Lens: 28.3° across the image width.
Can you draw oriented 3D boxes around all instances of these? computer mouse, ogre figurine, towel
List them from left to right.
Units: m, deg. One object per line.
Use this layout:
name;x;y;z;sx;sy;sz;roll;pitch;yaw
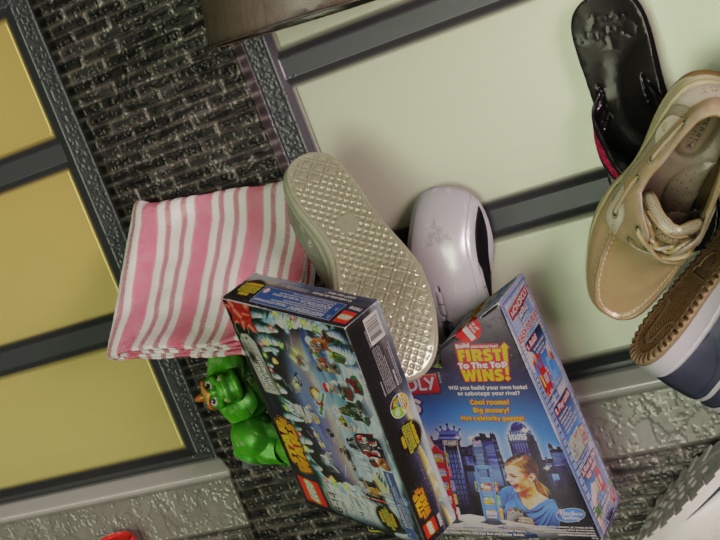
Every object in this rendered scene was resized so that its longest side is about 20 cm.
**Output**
towel;-0.124;-0.001;1.177;0.199;0.030;0.147;-6;66;29
ogre figurine;-0.072;0.087;1.198;0.119;0.098;0.201;-21;106;21
computer mouse;0.070;0.033;1.137;0.109;0.044;0.201;0;109;27

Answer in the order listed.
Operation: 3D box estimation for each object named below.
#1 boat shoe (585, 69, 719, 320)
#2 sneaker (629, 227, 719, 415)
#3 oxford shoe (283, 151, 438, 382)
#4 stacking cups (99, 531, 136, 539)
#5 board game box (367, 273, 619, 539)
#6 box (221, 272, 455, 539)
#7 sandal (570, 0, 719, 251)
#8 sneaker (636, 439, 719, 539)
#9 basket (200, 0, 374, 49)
boat shoe;0.207;-0.039;0.985;0.072;0.065;0.201;20;123;-2
sneaker;0.294;0.017;1.010;0.108;0.070;0.200;37;103;-16
oxford shoe;0.000;0.000;1.084;0.200;0.075;0.058;60;163;23
stacking cups;-0.221;0.354;1.392;0.060;0.060;0.201;-8;103;28
board game box;0.085;0.106;1.107;0.199;0.062;0.201;-2;111;25
box;-0.016;0.103;1.059;0.137;0.040;0.201;11;130;46
sandal;0.197;-0.101;1.024;0.075;0.045;0.201;-18;100;30
sneaker;0.287;0.172;1.072;0.080;0.076;0.200;40;123;-4
basket;-0.061;-0.281;1.035;0.180;0.136;0.201;-10;101;34
